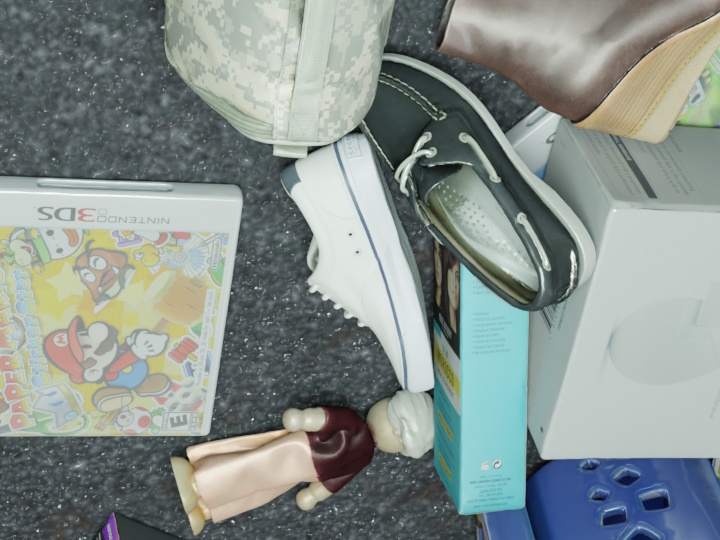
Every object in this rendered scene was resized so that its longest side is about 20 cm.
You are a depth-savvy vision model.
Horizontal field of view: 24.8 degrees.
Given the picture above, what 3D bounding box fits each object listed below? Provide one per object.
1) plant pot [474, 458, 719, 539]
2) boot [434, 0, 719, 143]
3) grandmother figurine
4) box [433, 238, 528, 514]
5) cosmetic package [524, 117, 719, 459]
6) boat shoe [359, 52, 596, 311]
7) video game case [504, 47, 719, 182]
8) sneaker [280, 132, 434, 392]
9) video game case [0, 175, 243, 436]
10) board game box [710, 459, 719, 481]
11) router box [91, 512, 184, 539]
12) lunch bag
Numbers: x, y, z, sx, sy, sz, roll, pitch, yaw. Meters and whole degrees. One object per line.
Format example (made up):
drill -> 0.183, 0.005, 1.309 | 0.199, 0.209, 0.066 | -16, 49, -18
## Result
plant pot -> 0.187, 0.250, 1.251 | 0.178, 0.201, 0.201 | -7, 126, -3
boot -> 0.156, -0.191, 1.015 | 0.166, 0.072, 0.201 | 24, 100, -12
grandmother figurine -> -0.036, 0.131, 1.196 | 0.199, 0.061, 0.121 | -17, 154, -7
box -> 0.082, 0.060, 1.131 | 0.049, 0.082, 0.201 | -5, 110, -10
cosmetic package -> 0.220, 0.015, 1.111 | 0.199, 0.123, 0.200 | 3, 122, -14
boat shoe -> 0.060, -0.057, 1.015 | 0.060, 0.200, 0.076 | -30, 155, -47
video game case -> 0.204, -0.067, 1.141 | 0.182, 0.022, 0.200 | -38, 125, 12
sneaker -> 0.000, 0.000, 1.112 | 0.070, 0.073, 0.201 | -15, 118, 7
video game case -> -0.180, 0.029, 1.105 | 0.181, 0.023, 0.201 | 1, 123, -15
board game box -> 0.340, 0.176, 1.307 | 0.125, 0.035, 0.201 | 8, 125, 9
router box -> -0.145, 0.286, 1.272 | 0.199, 0.051, 0.149 | 28, 111, -29
lunch bag -> -0.035, -0.185, 0.906 | 0.138, 0.168, 0.201 | 1, 123, -16
